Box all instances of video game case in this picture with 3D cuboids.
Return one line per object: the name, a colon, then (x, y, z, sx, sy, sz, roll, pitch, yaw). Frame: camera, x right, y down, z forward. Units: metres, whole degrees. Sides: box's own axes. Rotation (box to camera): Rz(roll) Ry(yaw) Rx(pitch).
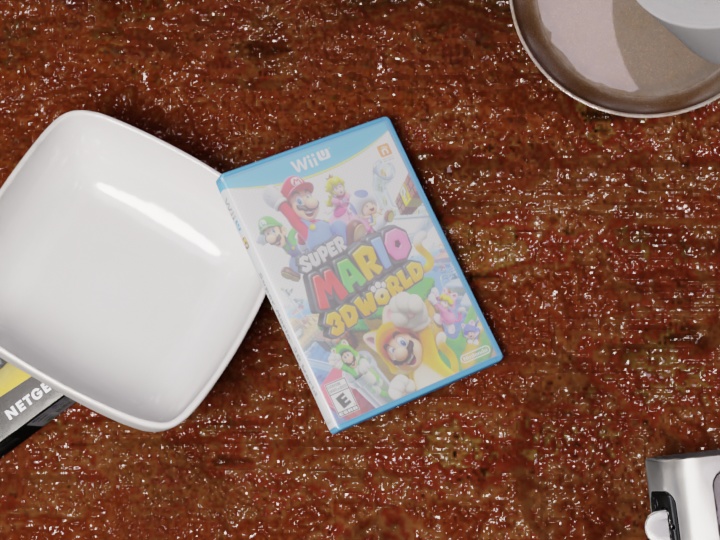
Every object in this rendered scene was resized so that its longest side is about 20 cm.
video game case: (0.000, 0.000, 1.286, 0.143, 0.018, 0.200, -22, 81, -24)

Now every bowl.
bowl: (-0.174, 0.007, 1.283, 0.200, 0.075, 0.200, 29, 66, 0)

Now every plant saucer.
plant saucer: (0.209, -0.207, 1.309, 0.200, 0.032, 0.200, -1, 83, 8)

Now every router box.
router box: (-0.315, 0.075, 1.333, 0.200, 0.052, 0.157, -37, 80, 2)

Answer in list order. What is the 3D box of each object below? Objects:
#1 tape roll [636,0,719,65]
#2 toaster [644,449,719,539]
tape roll: (0.274, -0.238, 1.204, 0.200, 0.066, 0.200, -20, 57, 34)
toaster: (0.296, 0.207, 1.208, 0.200, 0.119, 0.181, -6, 84, 6)
